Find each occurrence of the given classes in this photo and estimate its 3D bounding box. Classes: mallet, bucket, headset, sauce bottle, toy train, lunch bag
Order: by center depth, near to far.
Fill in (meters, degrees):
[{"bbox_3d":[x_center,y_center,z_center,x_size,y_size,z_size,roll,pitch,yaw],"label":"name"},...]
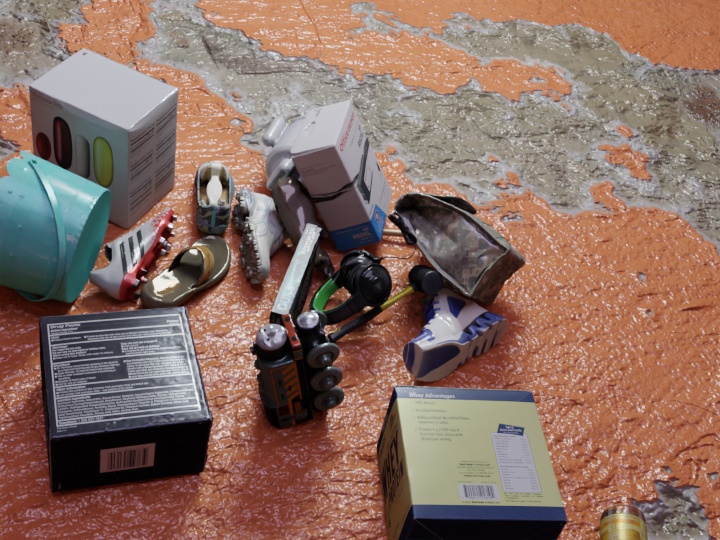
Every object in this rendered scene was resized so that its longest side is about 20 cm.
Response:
[{"bbox_3d":[0.339,0.397,1.226,0.065,0.066,0.201,12,41,-1],"label":"sauce bottle"},{"bbox_3d":[-0.086,0.135,1.305,0.113,0.201,0.086,-17,51,-10],"label":"toy train"},{"bbox_3d":[-0.458,-0.056,1.404,0.133,0.208,0.208,18,42,-4],"label":"bucket"},{"bbox_3d":[0.041,0.056,1.481,0.199,0.041,0.066,-34,18,-18],"label":"mallet"},{"bbox_3d":[0.000,0.000,1.482,0.199,0.094,0.124,-36,23,-1],"label":"headset"},{"bbox_3d":[0.153,-0.051,1.554,0.200,0.118,0.164,42,7,20],"label":"lunch bag"}]

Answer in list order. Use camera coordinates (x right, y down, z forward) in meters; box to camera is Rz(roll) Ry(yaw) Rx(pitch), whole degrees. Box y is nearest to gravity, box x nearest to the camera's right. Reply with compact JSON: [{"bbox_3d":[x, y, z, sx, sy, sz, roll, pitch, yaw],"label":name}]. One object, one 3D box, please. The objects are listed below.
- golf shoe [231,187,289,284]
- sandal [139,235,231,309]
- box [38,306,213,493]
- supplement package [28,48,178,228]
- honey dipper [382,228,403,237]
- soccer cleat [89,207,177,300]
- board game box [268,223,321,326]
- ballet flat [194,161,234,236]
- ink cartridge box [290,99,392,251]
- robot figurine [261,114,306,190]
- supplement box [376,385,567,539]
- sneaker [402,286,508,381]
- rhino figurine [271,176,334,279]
[{"bbox_3d":[-0.152,-0.059,1.577,0.096,0.079,0.201,6,45,-20],"label":"golf shoe"},{"bbox_3d":[-0.266,-0.005,1.498,0.080,0.054,0.200,29,38,15],"label":"sandal"},{"bbox_3d":[-0.311,0.164,1.260,0.198,0.124,0.199,-3,46,-20],"label":"box"},{"bbox_3d":[-0.418,-0.216,1.577,0.190,0.201,0.147,24,43,12],"label":"supplement package"},{"bbox_3d":[0.099,-0.063,1.674,0.198,0.038,0.038,5,43,-5],"label":"honey dipper"},{"bbox_3d":[-0.351,-0.036,1.505,0.084,0.069,0.201,20,47,1],"label":"soccer cleat"},{"bbox_3d":[-0.102,0.043,1.434,0.028,0.136,0.201,15,42,2],"label":"board game box"},{"bbox_3d":[-0.246,-0.142,1.635,0.073,0.075,0.201,1,40,-13],"label":"ballet flat"},{"bbox_3d":[-0.028,-0.158,1.608,0.083,0.201,0.145,-12,37,22],"label":"ink cartridge box"},{"bbox_3d":[-0.097,-0.202,1.710,0.169,0.113,0.201,40,42,-13],"label":"robot figurine"},{"bbox_3d":[0.136,0.272,1.253,0.198,0.135,0.201,4,43,-11],"label":"supplement box"},{"bbox_3d":[0.125,0.091,1.493,0.198,0.081,0.115,-19,47,-39],"label":"sneaker"},{"bbox_3d":[-0.089,-0.065,1.570,0.059,0.087,0.202,-26,79,9],"label":"rhino figurine"}]
